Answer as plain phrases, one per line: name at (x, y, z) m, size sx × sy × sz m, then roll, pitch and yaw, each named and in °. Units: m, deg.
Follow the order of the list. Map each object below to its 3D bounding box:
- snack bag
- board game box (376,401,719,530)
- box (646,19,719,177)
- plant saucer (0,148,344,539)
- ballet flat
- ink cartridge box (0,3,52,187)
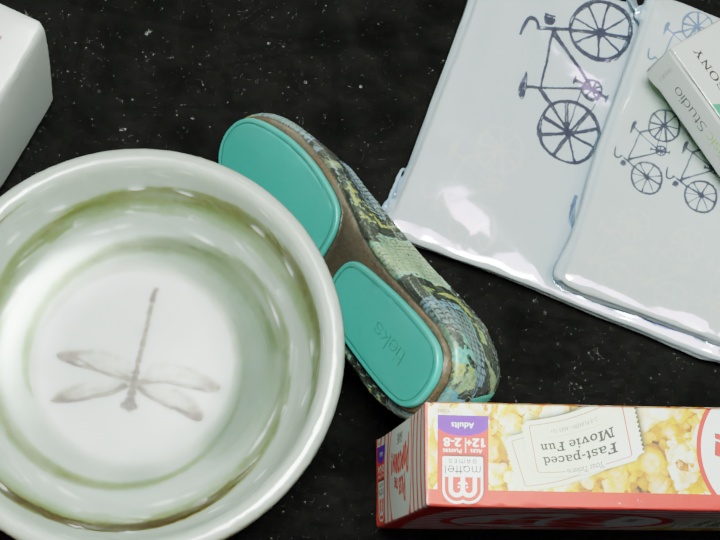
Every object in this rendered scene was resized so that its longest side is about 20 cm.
snack bag at (0.128, -0.068, 0.995) m, size 0.200 × 0.021 × 0.189 m, roll 21°, pitch 68°, yaw 0°
board game box at (0.115, 0.091, 0.861) m, size 0.200 × 0.152 × 0.046 m, roll 2°, pitch 79°, yaw -7°
box at (0.269, -0.095, 1.003) m, size 0.200 × 0.036 × 0.144 m, roll -31°, pitch 82°, yaw -21°
plant saucer at (-0.106, 0.043, 0.896) m, size 0.200 × 0.050 × 0.200 m, roll 0°, pitch 72°, yaw 1°
ballet flat at (0.000, 0.000, 0.926) m, size 0.074 × 0.074 × 0.200 m, roll -25°, pitch 56°, yaw -16°
ink cartridge box at (-0.256, -0.052, 0.901) m, size 0.144 × 0.084 × 0.200 m, roll 25°, pitch 68°, yaw 3°
